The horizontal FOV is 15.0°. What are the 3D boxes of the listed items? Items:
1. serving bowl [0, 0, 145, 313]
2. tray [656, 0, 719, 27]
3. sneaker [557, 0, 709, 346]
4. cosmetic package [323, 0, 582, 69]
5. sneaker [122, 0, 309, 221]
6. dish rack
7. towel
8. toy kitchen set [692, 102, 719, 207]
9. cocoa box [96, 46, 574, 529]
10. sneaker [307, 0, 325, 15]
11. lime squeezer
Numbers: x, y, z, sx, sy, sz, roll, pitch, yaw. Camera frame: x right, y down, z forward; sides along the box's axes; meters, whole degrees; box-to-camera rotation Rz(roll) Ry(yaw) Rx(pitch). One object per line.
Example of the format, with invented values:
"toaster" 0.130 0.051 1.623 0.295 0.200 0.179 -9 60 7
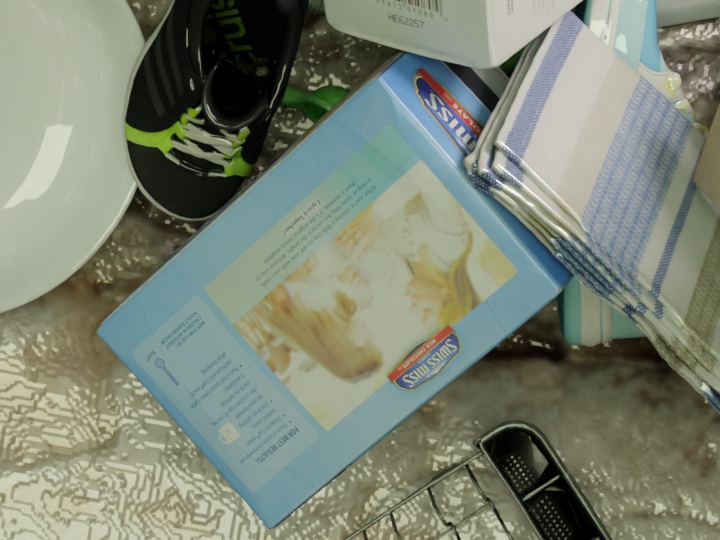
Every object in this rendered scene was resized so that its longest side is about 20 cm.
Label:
"serving bowl" -0.203 -0.079 1.336 0.199 0.066 0.201 -10 111 -26
"tray" 0.213 -0.188 1.380 0.199 0.022 0.108 -10 93 0
"sneaker" 0.165 -0.061 1.359 0.130 0.080 0.201 2 102 1
"cosmetic package" 0.076 -0.176 1.283 0.101 0.200 0.074 19 129 33
"sneaker" -0.072 -0.088 1.282 0.071 0.083 0.201 14 132 -7
"dish rack" 0.041 0.185 1.379 0.199 0.055 0.154 -33 92 1
"towel" 0.138 -0.022 1.261 0.200 0.147 0.024 42 128 -12
"toy kitchen set" 0.201 -0.031 1.160 0.163 0.180 0.201 26 112 21
"cocoa box" 0.000 0.000 1.299 0.200 0.131 0.134 -41 92 25
"sneaker" -0.069 -0.186 1.351 0.199 0.076 0.088 19 91 -3
"lime squeezer" 0.003 -0.092 1.375 0.199 0.038 0.071 0 92 0
